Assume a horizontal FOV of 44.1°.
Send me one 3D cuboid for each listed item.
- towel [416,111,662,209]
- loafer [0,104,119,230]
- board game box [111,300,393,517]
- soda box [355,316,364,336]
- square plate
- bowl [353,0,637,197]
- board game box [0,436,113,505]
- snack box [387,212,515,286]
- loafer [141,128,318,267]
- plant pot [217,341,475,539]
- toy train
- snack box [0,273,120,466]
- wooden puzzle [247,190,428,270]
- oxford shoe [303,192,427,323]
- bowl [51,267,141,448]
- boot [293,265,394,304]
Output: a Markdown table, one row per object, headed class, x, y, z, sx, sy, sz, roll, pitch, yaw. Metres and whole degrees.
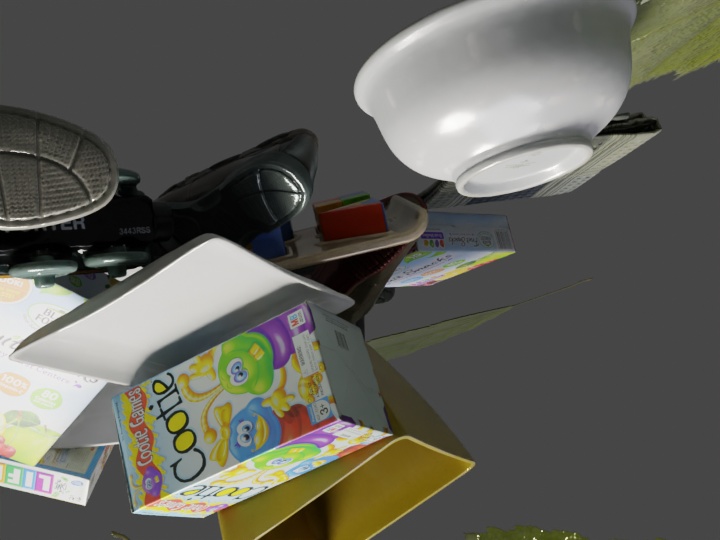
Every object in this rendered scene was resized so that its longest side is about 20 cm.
| class | x | y | z | sx | sy | sz | roll | pitch | yaw |
| --- | --- | --- | --- | --- | --- | --- | --- | --- | --- |
| towel | 0.167 | -0.108 | 0.875 | 0.191 | 0.035 | 0.200 | -8 | 170 | -16 |
| loafer | -0.246 | -0.058 | 0.522 | 0.198 | 0.073 | 0.063 | -4 | -177 | -18 |
| board game box | -0.092 | 0.123 | 0.746 | 0.199 | 0.104 | 0.105 | -26 | 154 | 18 |
| soda box | -0.086 | 0.071 | 1.070 | 0.199 | 0.064 | 0.070 | -13 | 163 | 43 |
| square plate | -0.133 | 0.037 | 0.698 | 0.199 | 0.029 | 0.198 | -28 | 153 | 19 |
| bowl | 0.102 | -0.109 | 0.612 | 0.200 | 0.091 | 0.201 | -14 | 170 | -3 |
| board game box | -0.323 | 0.155 | 0.941 | 0.133 | 0.034 | 0.200 | 15 | -155 | -4 |
| snack box | 0.071 | -0.023 | 1.062 | 0.142 | 0.053 | 0.199 | -24 | 165 | 39 |
| loafer | -0.107 | -0.052 | 0.705 | 0.199 | 0.063 | 0.072 | -20 | 123 | 36 |
| plant pot | -0.038 | 0.160 | 0.882 | 0.200 | 0.177 | 0.200 | -37 | 150 | 11 |
| toy train | -0.238 | -0.026 | 0.636 | 0.199 | 0.086 | 0.114 | -6 | 176 | -34 |
| snack box | -0.294 | 0.071 | 0.765 | 0.142 | 0.053 | 0.200 | 31 | 116 | -31 |
| wooden puzzle | -0.049 | -0.035 | 0.805 | 0.199 | 0.047 | 0.185 | -18 | -169 | -3 |
| oxford shoe | 0.000 | 0.000 | 0.939 | 0.200 | 0.071 | 0.075 | -43 | 148 | 10 |
| bowl | -0.247 | 0.064 | 0.846 | 0.198 | 0.201 | 0.075 | -10 | -152 | 10 |
| boot | -0.067 | 0.023 | 1.159 | 0.199 | 0.068 | 0.130 | 1 | 167 | -26 |
